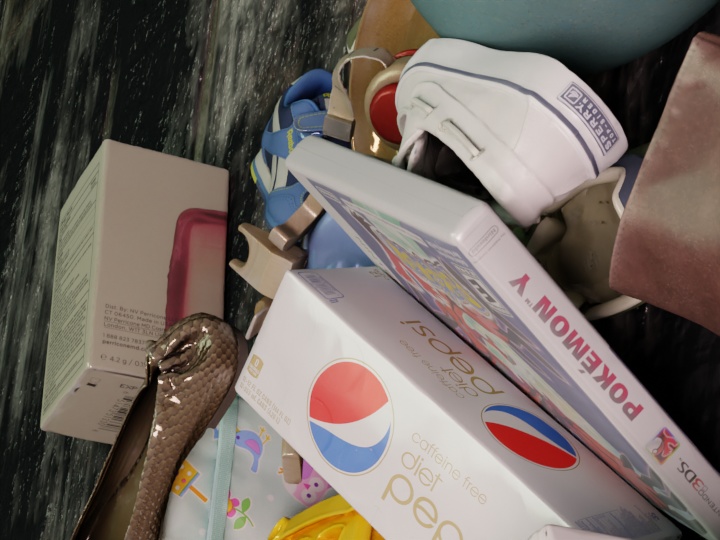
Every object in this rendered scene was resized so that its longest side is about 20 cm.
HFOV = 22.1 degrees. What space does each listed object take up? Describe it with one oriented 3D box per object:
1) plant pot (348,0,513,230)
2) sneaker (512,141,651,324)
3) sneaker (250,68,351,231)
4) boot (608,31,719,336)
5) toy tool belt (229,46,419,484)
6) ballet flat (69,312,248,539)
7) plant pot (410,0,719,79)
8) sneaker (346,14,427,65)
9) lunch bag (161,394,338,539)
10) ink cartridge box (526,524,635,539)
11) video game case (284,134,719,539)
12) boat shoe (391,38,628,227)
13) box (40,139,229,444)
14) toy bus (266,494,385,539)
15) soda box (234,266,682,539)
[{"bbox_3d":[0.056,-0.073,0.963,0.200,0.027,0.202,25,120,55],"label":"plant pot"},{"bbox_3d":[0.095,-0.010,0.801,0.200,0.089,0.067,-32,82,59],"label":"sneaker"},{"bbox_3d":[-0.021,-0.065,1.163,0.083,0.074,0.200,-67,25,18],"label":"sneaker"},{"bbox_3d":[0.172,-0.037,0.568,0.166,0.072,0.201,32,122,23],"label":"boot"},{"bbox_3d":[0.000,0.000,0.919,0.123,0.124,0.201,-48,-27,-59],"label":"toy tool belt"},{"bbox_3d":[-0.120,0.111,0.942,0.067,0.046,0.201,42,108,49],"label":"ballet flat"},{"bbox_3d":[0.088,-0.163,0.822,0.135,0.199,0.201,101,167,-50],"label":"plant pot"},{"bbox_3d":[0.061,-0.132,1.027,0.200,0.076,0.089,133,127,-58],"label":"sneaker"},{"bbox_3d":[-0.059,0.168,1.006,0.077,0.159,0.201,143,136,-58],"label":"lunch bag"},{"bbox_3d":[0.089,0.210,0.640,0.145,0.144,0.200,-99,30,-43],"label":"ink cartridge box"},{"bbox_3d":[0.060,0.025,0.786,0.023,0.182,0.200,-45,23,-7],"label":"video game case"},{"bbox_3d":[0.043,-0.055,0.790,0.065,0.074,0.200,-44,11,-7],"label":"boat shoe"},{"bbox_3d":[-0.175,0.022,1.441,0.128,0.108,0.201,134,143,-53],"label":"box"},{"bbox_3d":[0.027,0.156,0.876,0.200,0.135,0.193,-33,32,57],"label":"toy bus"},{"bbox_3d":[0.036,0.080,0.792,0.200,0.063,0.068,41,117,32],"label":"soda box"}]
